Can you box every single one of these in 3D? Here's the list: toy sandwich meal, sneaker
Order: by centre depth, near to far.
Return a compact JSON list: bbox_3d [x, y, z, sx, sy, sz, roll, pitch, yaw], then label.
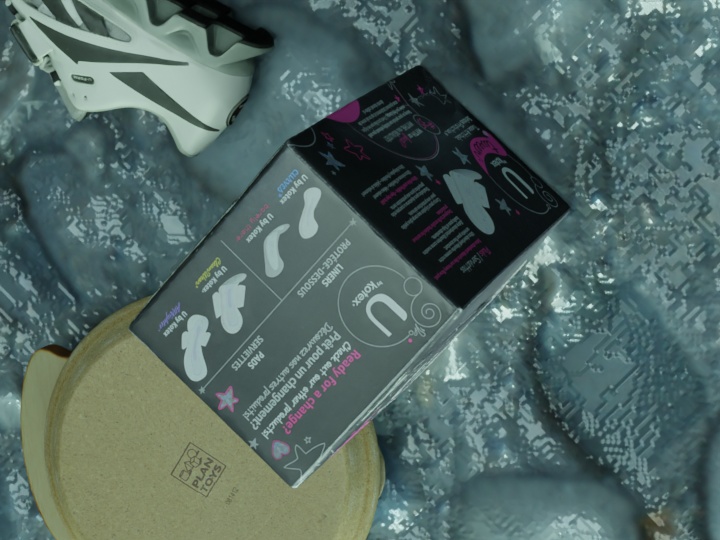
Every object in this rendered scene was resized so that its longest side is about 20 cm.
[{"bbox_3d":[-0.151,-0.126,1.402,0.200,0.074,0.089,31,110,9],"label":"sneaker"},{"bbox_3d":[-0.082,0.098,1.447,0.205,0.070,0.205,3,103,13],"label":"toy sandwich meal"}]

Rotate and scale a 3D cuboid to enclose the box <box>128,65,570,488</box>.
[{"bbox_3d":[0.000,0.000,1.316,0.115,0.200,0.132,44,114,5],"label":"box"}]
